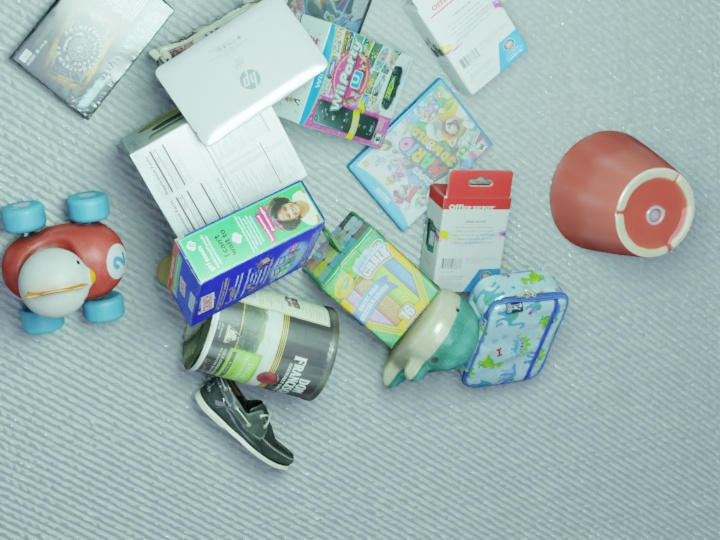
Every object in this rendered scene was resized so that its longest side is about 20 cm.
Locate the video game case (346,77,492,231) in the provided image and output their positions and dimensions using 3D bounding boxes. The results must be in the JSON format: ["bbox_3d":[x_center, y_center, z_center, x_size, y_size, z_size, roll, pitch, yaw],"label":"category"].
[{"bbox_3d":[0.094,-0.180,1.834,0.200,0.018,0.143,-44,114,-2],"label":"video game case"}]

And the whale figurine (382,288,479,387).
[{"bbox_3d":[0.111,0.120,1.834,0.103,0.160,0.200,31,133,-10],"label":"whale figurine"}]

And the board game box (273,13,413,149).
[{"bbox_3d":[-0.025,-0.268,1.697,0.199,0.064,0.149,9,103,-52],"label":"board game box"}]

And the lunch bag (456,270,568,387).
[{"bbox_3d":[0.241,0.094,1.886,0.159,0.083,0.201,-4,133,-25],"label":"lunch bag"}]

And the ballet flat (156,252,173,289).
[{"bbox_3d":[-0.207,-0.032,1.721,0.199,0.063,0.069,-38,116,-5],"label":"ballet flat"}]

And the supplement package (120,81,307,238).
[{"bbox_3d":[-0.206,-0.158,1.636,0.199,0.152,0.152,-31,111,-7],"label":"supplement package"}]

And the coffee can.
[{"bbox_3d":[-0.150,0.102,1.765,0.198,0.146,0.148,16,100,-21],"label":"coffee can"}]

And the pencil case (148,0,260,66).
[{"bbox_3d":[-0.197,-0.323,1.666,0.199,0.078,0.090,-30,130,-8],"label":"pencil case"}]

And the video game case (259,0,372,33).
[{"bbox_3d":[-0.066,-0.364,1.666,0.199,0.025,0.182,17,95,-53],"label":"video game case"}]

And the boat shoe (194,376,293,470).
[{"bbox_3d":[-0.168,0.238,1.837,0.068,0.072,0.200,-43,111,2],"label":"boat shoe"}]

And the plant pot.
[{"bbox_3d":[0.427,-0.110,1.876,0.198,0.177,0.203,-5,107,-17],"label":"plant pot"}]

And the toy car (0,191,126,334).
[{"bbox_3d":[-0.405,0.007,1.626,0.175,0.200,0.186,-10,108,-15],"label":"toy car"}]

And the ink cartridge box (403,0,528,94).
[{"bbox_3d":[0.148,-0.381,1.767,0.115,0.068,0.201,-39,113,-4],"label":"ink cartridge box"}]

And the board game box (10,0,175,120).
[{"bbox_3d":[-0.371,-0.329,1.635,0.135,0.028,0.200,39,90,-24],"label":"board game box"}]

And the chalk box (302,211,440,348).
[{"bbox_3d":[0.000,0.000,1.797,0.200,0.124,0.124,41,90,-21],"label":"chalk box"}]

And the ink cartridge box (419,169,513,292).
[{"bbox_3d":[0.166,-0.070,1.848,0.115,0.067,0.202,-1,112,-19],"label":"ink cartridge box"}]

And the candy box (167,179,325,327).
[{"bbox_3d":[-0.161,-0.022,1.616,0.199,0.169,0.077,-29,78,-23],"label":"candy box"}]

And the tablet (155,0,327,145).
[{"bbox_3d":[-0.157,-0.267,1.553,0.199,0.014,0.131,-35,80,-7],"label":"tablet"}]
